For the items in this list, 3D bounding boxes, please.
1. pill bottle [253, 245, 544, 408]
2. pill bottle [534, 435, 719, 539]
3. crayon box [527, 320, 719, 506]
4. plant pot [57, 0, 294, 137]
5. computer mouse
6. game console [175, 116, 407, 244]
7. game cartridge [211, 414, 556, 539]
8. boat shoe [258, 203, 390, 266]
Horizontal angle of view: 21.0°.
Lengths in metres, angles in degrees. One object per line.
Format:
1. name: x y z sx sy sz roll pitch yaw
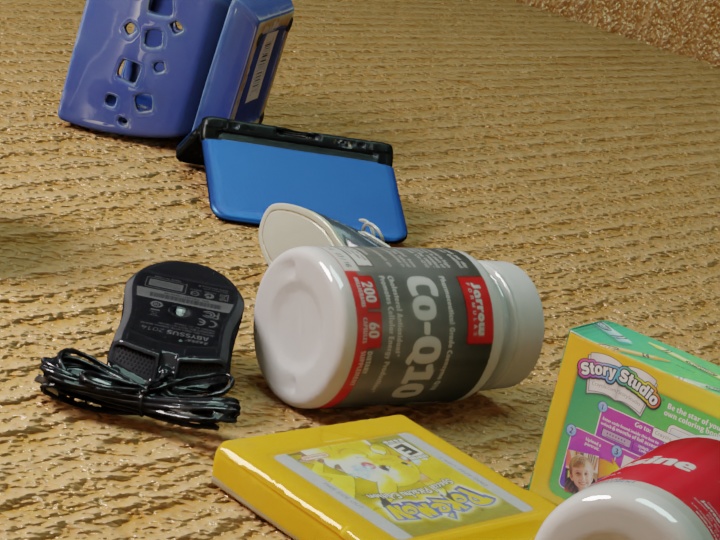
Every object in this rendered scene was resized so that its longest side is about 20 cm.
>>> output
1. pill bottle: 0.032 0.040 1.406 0.198 0.115 0.114 0 20 -38
2. pill bottle: 0.186 0.159 1.122 0.111 0.113 0.199 21 18 26
3. crayon box: 0.215 0.124 1.260 0.199 0.120 0.058 24 19 32
4. plant pot: -0.184 -0.234 2.035 0.178 0.202 0.200 21 16 9
5. computer mouse: -0.137 0.058 1.338 0.137 0.053 0.200 13 27 2
6. game console: -0.071 -0.075 1.896 0.198 0.120 0.171 8 -15 -19
7. game cartridge: 0.035 0.148 1.190 0.199 0.033 0.175 26 20 40
8. boat shoe: 0.000 0.000 1.591 0.199 0.076 0.062 26 22 35
